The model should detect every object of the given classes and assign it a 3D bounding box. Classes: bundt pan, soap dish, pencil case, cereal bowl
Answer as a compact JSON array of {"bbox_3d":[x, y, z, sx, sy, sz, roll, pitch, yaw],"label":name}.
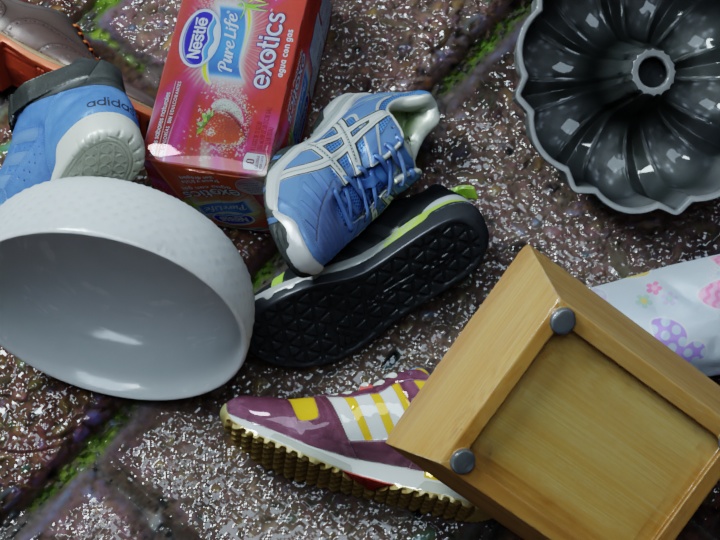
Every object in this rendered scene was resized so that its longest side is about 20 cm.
[{"bbox_3d":[0.198,-0.140,1.359,0.201,0.076,0.203,0,92,-10],"label":"bundt pan"},{"bbox_3d":[0.140,0.105,1.219,0.200,0.081,0.158,35,93,-18],"label":"soap dish"},{"bbox_3d":[0.212,0.043,1.303,0.199,0.083,0.091,-17,63,-5],"label":"pencil case"},{"bbox_3d":[-0.163,0.002,1.286,0.199,0.200,0.084,10,55,7],"label":"cereal bowl"}]

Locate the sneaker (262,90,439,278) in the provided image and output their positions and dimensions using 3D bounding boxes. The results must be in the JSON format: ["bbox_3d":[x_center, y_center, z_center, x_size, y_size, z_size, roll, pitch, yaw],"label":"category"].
[{"bbox_3d":[-0.006,-0.071,1.323,0.077,0.076,0.200,-12,33,31],"label":"sneaker"}]

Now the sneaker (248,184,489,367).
[{"bbox_3d":[0.000,0.000,1.356,0.199,0.072,0.083,-25,34,-3],"label":"sneaker"}]

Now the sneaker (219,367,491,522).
[{"bbox_3d":[0.006,0.105,1.296,0.199,0.075,0.090,17,70,1],"label":"sneaker"}]

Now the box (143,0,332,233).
[{"bbox_3d":[-0.087,-0.140,1.390,0.095,0.100,0.201,8,68,8],"label":"box"}]

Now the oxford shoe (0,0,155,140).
[{"bbox_3d":[-0.219,-0.158,1.424,0.199,0.071,0.073,28,59,9],"label":"oxford shoe"}]

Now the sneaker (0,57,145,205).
[{"bbox_3d":[-0.231,-0.067,1.360,0.200,0.077,0.111,-45,40,27],"label":"sneaker"}]
